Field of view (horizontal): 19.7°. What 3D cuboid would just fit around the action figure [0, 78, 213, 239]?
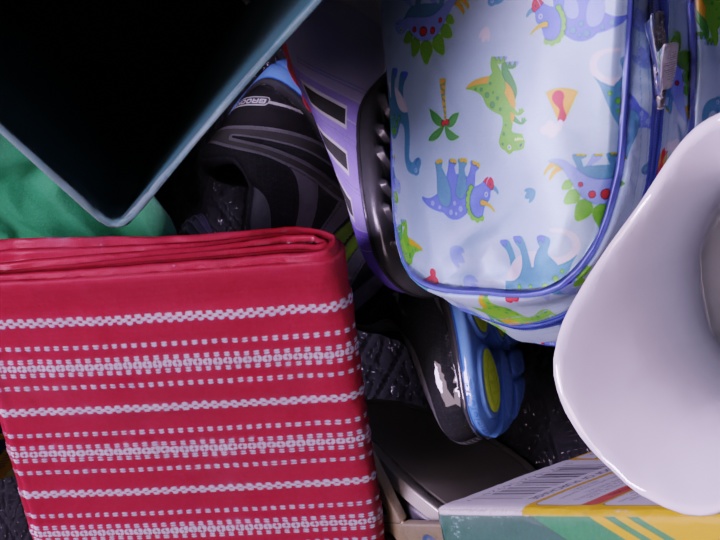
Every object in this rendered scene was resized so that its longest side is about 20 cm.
[{"bbox_3d":[-0.082,0.014,0.814,0.118,0.199,0.055,-39,27,30],"label":"action figure"}]

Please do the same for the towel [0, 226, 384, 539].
[{"bbox_3d":[-0.066,0.068,0.805,0.143,0.023,0.201,-3,128,6],"label":"towel"}]

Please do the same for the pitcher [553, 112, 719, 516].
[{"bbox_3d":[0.165,-0.021,0.603,0.121,0.199,0.172,42,121,32],"label":"pitcher"}]

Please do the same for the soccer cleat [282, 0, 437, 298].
[{"bbox_3d":[0.004,-0.075,0.826,0.073,0.068,0.202,-29,59,41],"label":"soccer cleat"}]

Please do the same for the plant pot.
[{"bbox_3d":[-0.084,-0.128,0.736,0.141,0.200,0.141,41,98,-8],"label":"plant pot"}]

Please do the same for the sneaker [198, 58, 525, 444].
[{"bbox_3d":[0.000,0.000,0.855,0.083,0.071,0.200,-40,60,5],"label":"sneaker"}]

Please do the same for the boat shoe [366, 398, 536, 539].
[{"bbox_3d":[0.059,0.124,0.838,0.199,0.072,0.063,35,119,30],"label":"boat shoe"}]

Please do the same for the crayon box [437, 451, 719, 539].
[{"bbox_3d":[0.141,0.090,0.706,0.199,0.125,0.052,-8,94,46],"label":"crayon box"}]

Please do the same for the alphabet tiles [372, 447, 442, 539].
[{"bbox_3d":[0.024,0.163,0.872,0.166,0.006,0.201,-12,106,62],"label":"alphabet tiles"}]

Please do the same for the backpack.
[{"bbox_3d":[0.080,-0.074,0.737,0.162,0.153,0.202,6,114,40],"label":"backpack"}]

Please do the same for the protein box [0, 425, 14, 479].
[{"bbox_3d":[-0.243,0.003,1.027,0.199,0.199,0.135,57,133,20],"label":"protein box"}]
